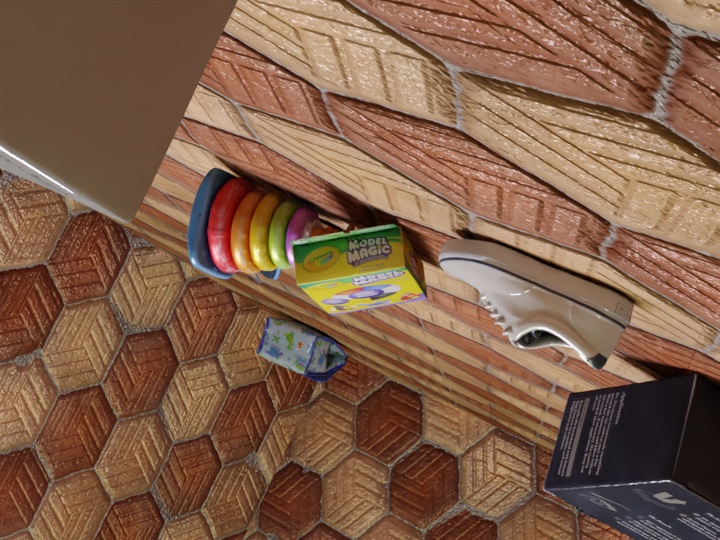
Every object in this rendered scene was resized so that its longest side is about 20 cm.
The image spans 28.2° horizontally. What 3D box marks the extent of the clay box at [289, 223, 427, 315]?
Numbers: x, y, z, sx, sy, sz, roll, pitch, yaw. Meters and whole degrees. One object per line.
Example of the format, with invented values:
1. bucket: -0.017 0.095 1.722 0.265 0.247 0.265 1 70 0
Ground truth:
1. clay box: 0.000 0.000 1.485 0.113 0.048 0.200 -10 168 9

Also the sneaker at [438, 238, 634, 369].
1. sneaker: 0.139 0.027 1.245 0.199 0.072 0.073 21 172 41

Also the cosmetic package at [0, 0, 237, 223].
1. cosmetic package: -0.197 -0.154 0.741 0.198 0.168 0.167 22 172 30

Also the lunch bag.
1. lunch bag: -0.146 0.203 3.692 0.168 0.129 0.199 21 -175 26

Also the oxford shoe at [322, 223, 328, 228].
1. oxford shoe: -0.037 -0.012 1.738 0.074 0.058 0.200 23 175 10

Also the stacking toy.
1. stacking toy: -0.082 -0.041 1.596 0.197 0.118 0.110 9 173 24

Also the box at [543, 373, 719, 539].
1. box: 0.332 0.208 1.477 0.195 0.119 0.199 30 156 -24

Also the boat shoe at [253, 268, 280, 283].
1. boat shoe: -0.140 -0.026 1.922 0.068 0.085 0.200 16 173 -10
